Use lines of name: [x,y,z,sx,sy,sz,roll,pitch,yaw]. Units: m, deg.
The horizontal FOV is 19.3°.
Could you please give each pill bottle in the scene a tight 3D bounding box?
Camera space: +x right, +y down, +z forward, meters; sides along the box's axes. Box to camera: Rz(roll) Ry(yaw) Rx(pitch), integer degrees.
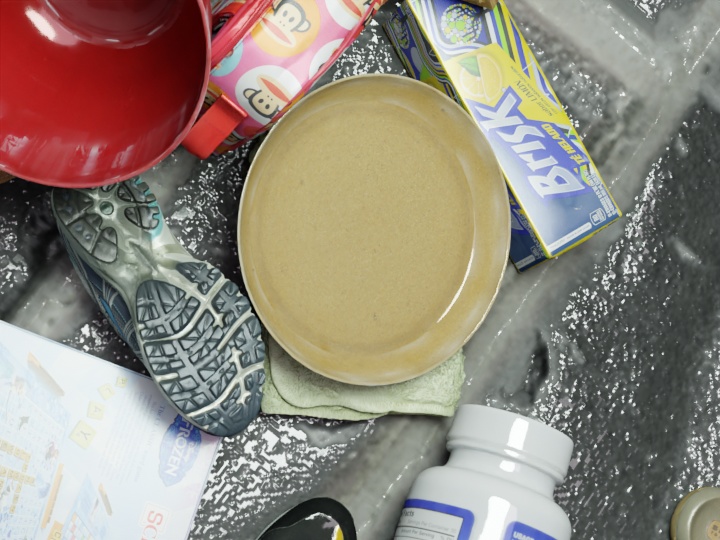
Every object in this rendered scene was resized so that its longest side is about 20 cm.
pill bottle: [0.073,0.195,1.374,0.111,0.112,0.202,21,76,-10]

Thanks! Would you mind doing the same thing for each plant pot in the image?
plant pot: [0.006,-0.027,1.379,0.198,0.027,0.202,-1,93,-27]

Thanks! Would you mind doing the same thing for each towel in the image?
towel: [0.000,0.000,1.427,0.147,0.036,0.202,0,81,-15]

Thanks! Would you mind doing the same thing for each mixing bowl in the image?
mixing bowl: [-0.167,-0.161,1.244,0.199,0.200,0.109,36,32,-6]

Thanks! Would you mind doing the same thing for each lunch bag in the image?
lunch bag: [-0.060,-0.143,1.352,0.082,0.200,0.177,40,74,-10]

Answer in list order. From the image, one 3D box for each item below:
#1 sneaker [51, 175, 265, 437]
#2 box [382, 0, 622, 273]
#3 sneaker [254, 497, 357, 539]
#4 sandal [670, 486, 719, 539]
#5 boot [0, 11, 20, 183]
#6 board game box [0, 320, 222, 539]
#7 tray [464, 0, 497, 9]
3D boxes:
sneaker: [-0.128,0.020,1.363,0.077,0.086,0.201,-29,80,-18]
box: [0.096,-0.103,1.449,0.064,0.070,0.201,-29,89,-17]
sneaker: [-0.064,0.228,1.344,0.070,0.090,0.200,43,74,-4]
sandal: [0.309,0.208,1.460,0.199,0.054,0.081,26,76,-9]
boot: [-0.301,-0.116,1.352,0.198,0.077,0.156,-13,121,15]
board game box: [-0.206,0.148,1.348,0.198,0.041,0.202,22,76,-9]
tray: [-0.004,-0.235,1.389,0.198,0.099,0.037,19,74,18]
